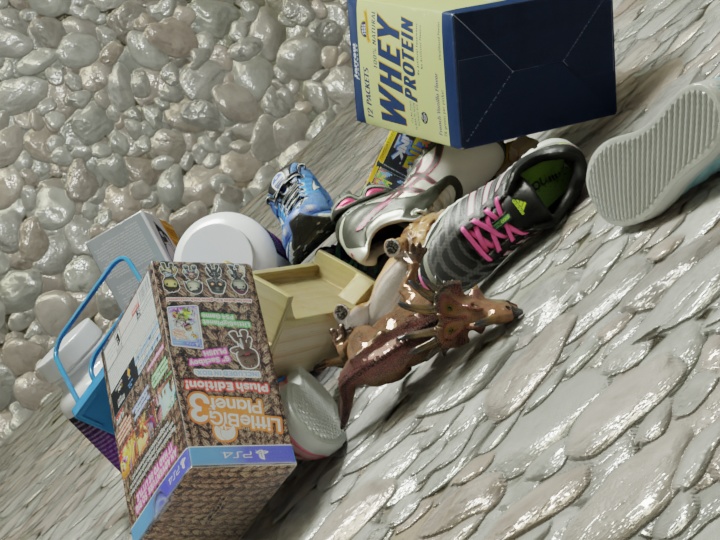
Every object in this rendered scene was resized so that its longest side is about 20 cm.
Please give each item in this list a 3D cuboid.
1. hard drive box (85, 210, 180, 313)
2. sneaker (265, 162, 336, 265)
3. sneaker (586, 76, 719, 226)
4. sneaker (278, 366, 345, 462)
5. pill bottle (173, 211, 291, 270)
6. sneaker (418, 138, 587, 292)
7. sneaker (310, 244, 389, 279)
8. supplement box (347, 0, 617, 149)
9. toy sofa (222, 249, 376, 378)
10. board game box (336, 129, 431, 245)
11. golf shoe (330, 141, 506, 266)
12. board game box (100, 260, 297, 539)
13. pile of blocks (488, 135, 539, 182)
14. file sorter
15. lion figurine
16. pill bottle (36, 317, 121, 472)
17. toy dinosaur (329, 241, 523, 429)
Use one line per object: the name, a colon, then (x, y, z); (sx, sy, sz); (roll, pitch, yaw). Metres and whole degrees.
hard drive box: (-0.214, 0.044, 1.911); (0.077, 0.201, 0.156); (-29, -6, 3)
sneaker: (-0.068, -0.064, 1.831); (0.079, 0.089, 0.200); (-42, 4, 5)
sneaker: (0.254, -0.091, 1.326); (0.082, 0.074, 0.200); (-14, -11, -28)
sneaker: (-0.074, 0.153, 1.535); (0.105, 0.075, 0.200); (-43, 6, 4)
pill bottle: (-0.136, -0.001, 1.827); (0.112, 0.113, 0.200); (-43, -9, 1)
sneaker: (0.134, -0.052, 1.560); (0.200, 0.074, 0.087); (-40, 3, -8)
sneaker: (0.000, 0.000, 1.803); (0.200, 0.087, 0.075); (-34, 30, 55)
supplement box: (0.123, -0.221, 1.741); (0.199, 0.135, 0.199); (-14, 19, -28)
toy sofa: (-0.070, 0.044, 1.663); (0.200, 0.083, 0.098); (-9, -56, -62)
board game box: (0.028, -0.084, 1.905); (0.166, 0.056, 0.200); (-64, 1, -23)
golf shoe: (0.069, -0.069, 1.733); (0.199, 0.077, 0.088); (-31, 39, 1)
board game box: (-0.146, 0.118, 1.482); (0.160, 0.096, 0.201); (-53, 43, 49)
pile of blocks: (0.114, -0.102, 1.830); (0.062, 0.082, 0.200); (-48, 11, -28)
file sorter: (-0.184, 0.094, 1.686); (0.139, 0.200, 0.123); (-53, 39, 10)
lion figurine: (0.035, 0.020, 1.670); (0.200, 0.072, 0.122); (-46, -7, 17)
pill bottle: (-0.269, 0.153, 1.932); (0.111, 0.200, 0.111); (-42, 10, 9)
toy dinosaur: (0.034, 0.061, 1.456); (0.200, 0.086, 0.136); (-43, 12, 10)
